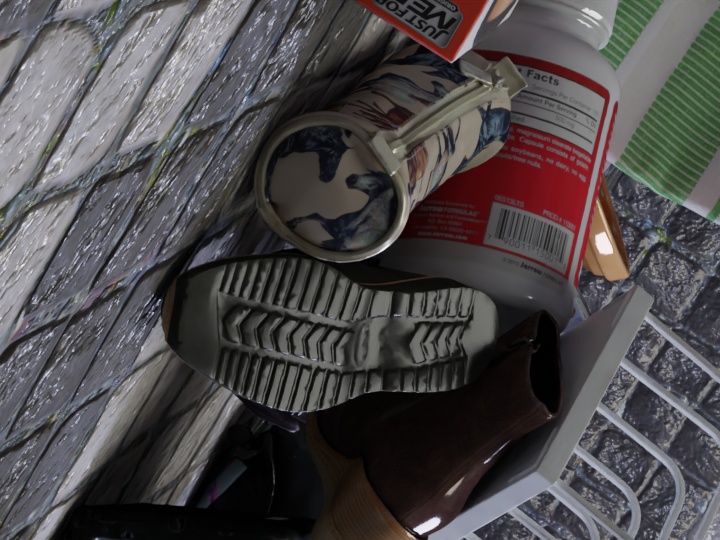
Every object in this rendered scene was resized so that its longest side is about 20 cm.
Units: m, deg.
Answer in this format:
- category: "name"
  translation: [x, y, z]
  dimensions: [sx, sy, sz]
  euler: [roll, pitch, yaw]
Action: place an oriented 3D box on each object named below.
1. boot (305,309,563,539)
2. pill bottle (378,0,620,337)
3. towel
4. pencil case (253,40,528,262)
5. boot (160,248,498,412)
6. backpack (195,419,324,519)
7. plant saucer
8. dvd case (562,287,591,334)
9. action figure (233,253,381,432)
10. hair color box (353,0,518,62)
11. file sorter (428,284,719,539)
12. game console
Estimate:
- category: "boot"
  translation: [0.048, 0.078, 1.491]
  dimensions: [0.166, 0.072, 0.200]
  euler: [-39, -163, 19]
- category: "pill bottle"
  translation: [0.083, -0.069, 1.528]
  dimensions: [0.112, 0.112, 0.200]
  euler: [92, 12, -76]
- category: "towel"
  translation: [0.172, -0.139, 1.615]
  dimensions: [0.153, 0.200, 0.023]
  euler: [-57, -172, -8]
- category: "pencil case"
  translation: [0.016, -0.064, 1.375]
  dimensions: [0.089, 0.078, 0.200]
  euler: [-41, 180, 26]
- category: "boot"
  translation: [-0.047, 0.020, 1.388]
  dimensions: [0.200, 0.138, 0.078]
  euler: [10, 97, -41]
- category: "backpack"
  translation: [-0.042, 0.190, 1.813]
  dimensions: [0.200, 0.167, 0.127]
  euler: [-47, 170, 34]
- category: "plant saucer"
  translation: [0.124, -0.086, 1.715]
  dimensions: [0.037, 0.200, 0.200]
  euler: [-17, 177, 8]
- category: "dvd case"
  translation: [0.104, -0.037, 1.693]
  dimensions: [0.018, 0.200, 0.143]
  euler: [-25, 175, 6]
- category: "action figure"
  translation: [0.000, 0.000, 1.608]
  dimensions: [0.200, 0.069, 0.130]
  euler: [-62, 163, 11]
- category: "hair color box"
  translation: [0.080, -0.204, 1.267]
  dimensions: [0.200, 0.061, 0.102]
  euler: [-59, 173, 26]
- category: "file sorter"
  translation: [0.119, 0.128, 1.511]
  dimensions: [0.200, 0.124, 0.139]
  euler: [-39, -164, 53]
- category: "game console"
  translation: [-0.115, 0.189, 1.507]
  dimensions: [0.200, 0.176, 0.117]
  euler: [35, 60, -83]
